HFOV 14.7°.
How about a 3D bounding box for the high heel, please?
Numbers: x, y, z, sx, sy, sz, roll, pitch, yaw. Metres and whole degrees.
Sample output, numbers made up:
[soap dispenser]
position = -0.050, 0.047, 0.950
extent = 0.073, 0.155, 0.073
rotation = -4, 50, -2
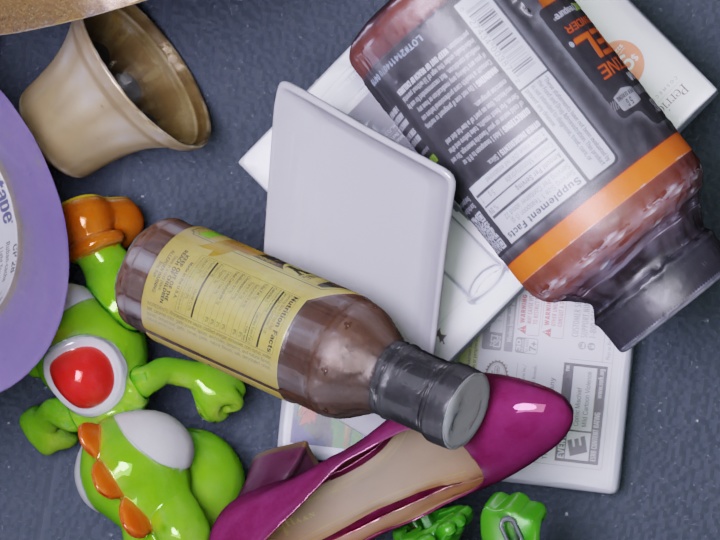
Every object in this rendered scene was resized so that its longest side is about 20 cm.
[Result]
[high heel]
position = 0.014, 0.115, 1.377
extent = 0.200, 0.096, 0.067
rotation = -22, 120, 33

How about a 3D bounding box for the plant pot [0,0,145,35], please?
[plant pot]
position = -0.141, -0.240, 1.382
extent = 0.186, 0.186, 0.201
rotation = -16, 105, 8

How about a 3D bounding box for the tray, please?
[tray]
position = 0.000, 0.000, 1.386
extent = 0.107, 0.022, 0.201
rotation = 31, 139, 24

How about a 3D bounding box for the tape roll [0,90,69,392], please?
[tape roll]
position = -0.243, -0.018, 1.358
extent = 0.085, 0.200, 0.201
rotation = -24, 86, 36

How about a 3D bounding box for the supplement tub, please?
[supplement tub]
position = 0.092, -0.060, 1.343
extent = 0.107, 0.107, 0.200
rotation = -38, 88, 6

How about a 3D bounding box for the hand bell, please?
[hand bell]
position = -0.187, -0.052, 1.477
extent = 0.200, 0.104, 0.104
rotation = -36, 85, 18

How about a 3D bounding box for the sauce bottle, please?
[sauce bottle]
position = -0.028, 0.034, 1.373
extent = 0.199, 0.065, 0.065
rotation = 24, 93, 28

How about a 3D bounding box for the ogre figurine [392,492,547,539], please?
[ogre figurine]
position = 0.029, 0.191, 1.424
extent = 0.199, 0.098, 0.120
rotation = -26, 96, 15

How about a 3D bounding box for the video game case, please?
[video game case]
position = 0.055, 0.007, 1.462
extent = 0.181, 0.022, 0.201
rotation = 6, 91, 8

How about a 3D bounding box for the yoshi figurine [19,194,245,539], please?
[yoshi figurine]
position = -0.121, 0.068, 1.465
extent = 0.112, 0.112, 0.201
rotation = -14, 72, -27

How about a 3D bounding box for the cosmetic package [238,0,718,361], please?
[cosmetic package]
position = 0.060, -0.073, 1.425
extent = 0.151, 0.052, 0.200
rotation = 45, 96, 3
